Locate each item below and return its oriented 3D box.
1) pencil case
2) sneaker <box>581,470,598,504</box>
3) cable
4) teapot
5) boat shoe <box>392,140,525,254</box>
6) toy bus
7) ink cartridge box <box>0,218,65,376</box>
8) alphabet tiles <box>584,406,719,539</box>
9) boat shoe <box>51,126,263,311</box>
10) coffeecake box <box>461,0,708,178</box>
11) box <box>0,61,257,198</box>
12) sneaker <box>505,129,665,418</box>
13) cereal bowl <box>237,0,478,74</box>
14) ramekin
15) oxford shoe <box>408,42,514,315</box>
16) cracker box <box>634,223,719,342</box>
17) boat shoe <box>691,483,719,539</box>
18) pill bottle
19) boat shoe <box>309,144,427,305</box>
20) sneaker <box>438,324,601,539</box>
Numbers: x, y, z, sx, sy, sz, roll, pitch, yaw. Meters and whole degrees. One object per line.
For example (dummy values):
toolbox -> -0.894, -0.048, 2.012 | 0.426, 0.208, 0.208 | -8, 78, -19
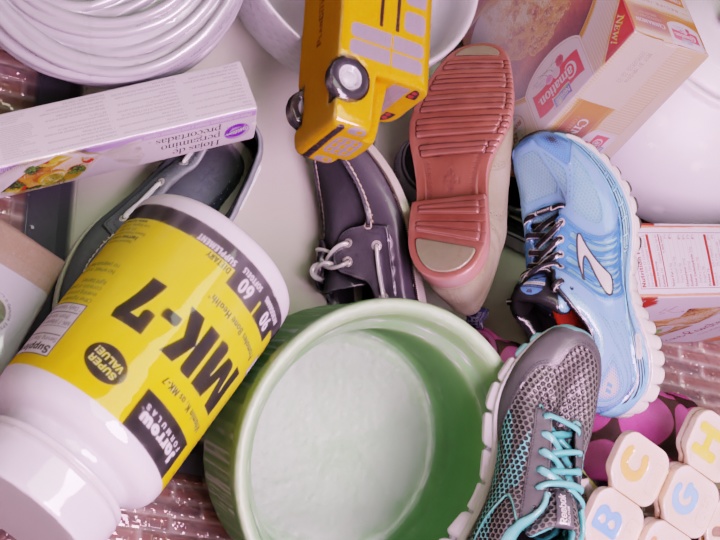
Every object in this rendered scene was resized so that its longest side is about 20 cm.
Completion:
pencil case -> 0.147, 0.099, 1.232 | 0.198, 0.094, 0.092 | 21, 88, -25
sneaker -> 0.147, 0.196, 1.170 | 0.075, 0.076, 0.201 | -47, 124, -18
cable -> -0.165, -0.215, 1.134 | 0.197, 0.069, 0.203 | 2, 80, -1
teapot -> 0.252, -0.136, 1.314 | 0.198, 0.146, 0.199 | 19, 48, -15
boat shoe -> 0.120, -0.056, 1.287 | 0.198, 0.057, 0.069 | 15, 65, -24
toy bus -> 0.003, -0.170, 1.159 | 0.078, 0.065, 0.202 | 15, 66, -26
ink cartridge box -> -0.288, 0.040, 1.008 | 0.164, 0.075, 0.201 | 32, 59, -15
alphabet tiles -> 0.213, 0.198, 1.154 | 0.195, 0.015, 0.202 | 35, 76, -32
boat shoe -> -0.128, -0.026, 1.131 | 0.073, 0.062, 0.201 | 43, 57, -9
coffeecake box -> 0.147, -0.185, 1.255 | 0.072, 0.154, 0.202 | 11, 48, -33
box -> -0.165, -0.087, 1.109 | 0.198, 0.039, 0.042 | -16, 66, -16
sneaker -> 0.138, -0.001, 1.159 | 0.089, 0.078, 0.202 | -1, 70, -40
cereal bowl -> -0.017, -0.217, 1.251 | 0.198, 0.083, 0.202 | 10, 67, -26
ramekin -> -0.003, 0.114, 1.098 | 0.198, 0.097, 0.203 | -2, 95, -25
oxford shoe -> 0.072, -0.064, 1.205 | 0.074, 0.070, 0.202 | 62, 35, -55
cracker box -> 0.235, 0.012, 1.283 | 0.198, 0.134, 0.058 | 0, 73, -29
boat shoe -> 0.254, 0.219, 1.230 | 0.200, 0.071, 0.073 | -42, 136, -47
pill bottle -> -0.138, 0.063, 1.009 | 0.114, 0.114, 0.201 | 41, 62, -11
boat shoe -> 0.000, 0.000, 1.190 | 0.062, 0.072, 0.202 | -15, 86, -33
sneaker -> 0.110, 0.132, 1.047 | 0.077, 0.091, 0.202 | 21, 85, -26
